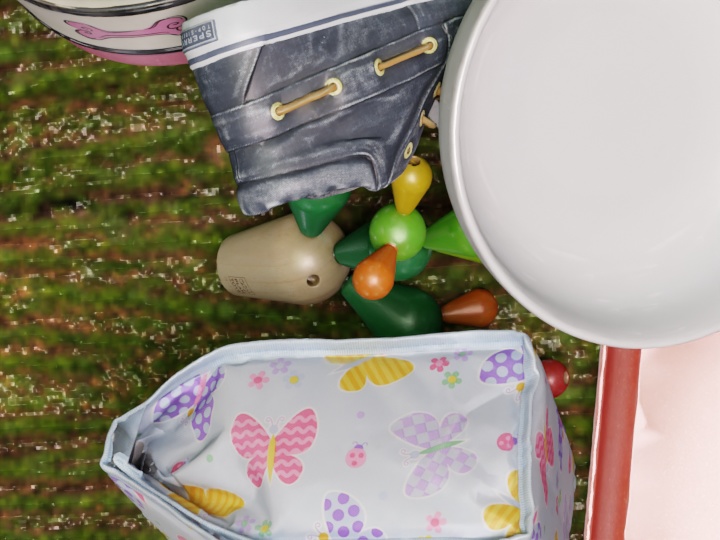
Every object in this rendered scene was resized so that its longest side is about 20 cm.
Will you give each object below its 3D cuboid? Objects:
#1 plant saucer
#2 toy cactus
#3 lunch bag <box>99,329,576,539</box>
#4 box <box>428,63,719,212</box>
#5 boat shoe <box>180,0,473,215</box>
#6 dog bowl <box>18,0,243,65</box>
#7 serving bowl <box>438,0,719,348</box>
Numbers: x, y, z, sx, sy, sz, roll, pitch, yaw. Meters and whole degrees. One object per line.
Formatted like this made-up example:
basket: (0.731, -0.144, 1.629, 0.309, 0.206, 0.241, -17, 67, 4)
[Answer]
plant saucer: (0.208, 0.113, 1.221, 0.198, 0.037, 0.202, 5, 92, 10)
toy cactus: (0.000, 0.000, 1.222, 0.164, 0.200, 0.103, -6, 51, 39)
lunch bag: (-0.005, 0.112, 1.184, 0.198, 0.170, 0.128, 0, 65, 11)
box: (0.135, -0.105, 1.192, 0.200, 0.040, 0.137, -42, 83, 8)
boat shoe: (0.015, -0.087, 1.124, 0.199, 0.071, 0.092, -18, 95, -32)
dog bowl: (-0.089, -0.182, 1.167, 0.198, 0.074, 0.201, -6, 60, 11)
serving bowl: (0.119, -0.070, 1.118, 0.199, 0.066, 0.202, -5, 103, -21)
